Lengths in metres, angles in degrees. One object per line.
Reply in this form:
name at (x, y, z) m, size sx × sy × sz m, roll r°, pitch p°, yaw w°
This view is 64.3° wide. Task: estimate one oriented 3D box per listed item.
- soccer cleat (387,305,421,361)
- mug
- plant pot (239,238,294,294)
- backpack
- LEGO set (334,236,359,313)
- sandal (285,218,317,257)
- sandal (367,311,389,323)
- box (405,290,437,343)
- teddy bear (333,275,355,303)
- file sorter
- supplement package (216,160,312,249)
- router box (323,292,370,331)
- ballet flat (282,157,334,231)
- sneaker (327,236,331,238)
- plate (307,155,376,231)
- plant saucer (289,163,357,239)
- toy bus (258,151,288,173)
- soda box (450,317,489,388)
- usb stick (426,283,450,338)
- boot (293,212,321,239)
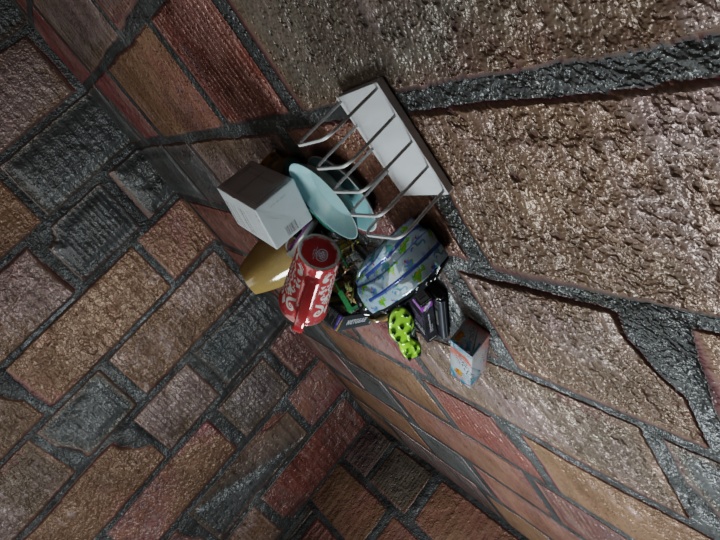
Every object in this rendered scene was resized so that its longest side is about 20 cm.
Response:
soccer cleat at (0.098, 0.134, 1.349) m, size 0.202 × 0.066 × 0.083 m, roll 67°, pitch -177°, yaw -48°
mug at (-0.112, 0.037, 1.376) m, size 0.203 × 0.129 × 0.181 m, roll 114°, pitch 143°, yaw -47°
plant pot at (-0.250, -0.028, 1.676) m, size 0.189 × 0.197 × 0.186 m, roll 56°, pitch -178°, yaw -3°
backpack at (0.079, -0.006, 1.080) m, size 0.198 × 0.161 × 0.157 m, roll -7°, pitch 114°, yaw 62°
LEGO set at (0.000, 0.000, 1.424) m, size 0.202 × 0.114 × 0.154 m, roll 54°, pitch 147°, yaw 11°
sandal at (-0.161, -0.081, 1.425) m, size 0.049 × 0.083 × 0.202 m, roll 37°, pitch 154°, yaw -6°
sandal at (0.060, 0.096, 1.434) m, size 0.055 × 0.079 × 0.200 m, roll 57°, pitch -174°, yaw -6°
box at (0.118, 0.065, 1.303) m, size 0.144 × 0.036 × 0.202 m, roll 54°, pitch 172°, yaw 31°
teddy bear at (0.001, 0.065, 1.630) m, size 0.144 × 0.068 × 0.198 m, roll 34°, pitch 173°, yaw -37°
file sorter at (0.018, -0.162, 0.886) m, size 0.201 × 0.125 × 0.138 m, roll 51°, pitch 164°, yaw -23°
supplement package at (-0.218, -0.152, 1.289) m, size 0.198 × 0.113 × 0.111 m, roll 30°, pitch 153°, yaw 47°
router box at (-0.063, 0.105, 1.710) m, size 0.156 × 0.053 × 0.198 m, roll 37°, pitch -162°, yaw 25°
ballet flat at (-0.111, -0.168, 1.313) m, size 0.201 × 0.067 × 0.070 m, roll 49°, pitch 171°, yaw -11°
sneaker at (-0.105, -0.034, 1.529) m, size 0.200 × 0.078 × 0.092 m, roll 100°, pitch 158°, yaw -85°
plate at (-0.033, -0.164, 1.195) m, size 0.199 × 0.026 × 0.201 m, roll 42°, pitch 164°, yaw 14°
plant saucer at (-0.067, -0.154, 1.192) m, size 0.200 × 0.039 × 0.202 m, roll 42°, pitch 165°, yaw 13°
toy bus at (-0.210, -0.229, 1.414) m, size 0.078 × 0.065 × 0.200 m, roll 46°, pitch 165°, yaw 0°
soda box at (0.244, 0.190, 1.288) m, size 0.063 × 0.069 × 0.202 m, roll 35°, pitch 161°, yaw 26°
usb stick at (0.177, 0.093, 1.293) m, size 0.055 × 0.032 × 0.202 m, roll 45°, pitch 167°, yaw 30°
boot at (-0.133, -0.139, 1.453) m, size 0.161 × 0.068 × 0.198 m, roll 24°, pitch 157°, yaw -24°
